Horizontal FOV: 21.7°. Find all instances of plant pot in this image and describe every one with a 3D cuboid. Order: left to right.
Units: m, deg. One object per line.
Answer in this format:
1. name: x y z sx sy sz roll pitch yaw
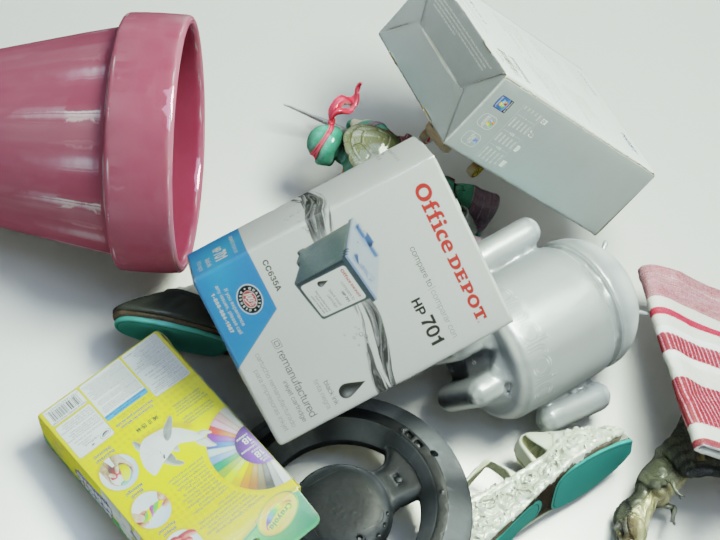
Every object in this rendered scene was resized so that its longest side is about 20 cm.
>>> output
1. plant pot: -0.220 -0.101 1.459 0.178 0.200 0.201 2 59 2

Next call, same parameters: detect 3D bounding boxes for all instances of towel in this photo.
1. towel: 0.309 0.084 1.545 0.143 0.023 0.201 17 39 -24

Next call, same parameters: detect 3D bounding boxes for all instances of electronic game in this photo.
1. electronic game: -0.015 0.185 1.413 0.199 0.042 0.201 -1 58 2

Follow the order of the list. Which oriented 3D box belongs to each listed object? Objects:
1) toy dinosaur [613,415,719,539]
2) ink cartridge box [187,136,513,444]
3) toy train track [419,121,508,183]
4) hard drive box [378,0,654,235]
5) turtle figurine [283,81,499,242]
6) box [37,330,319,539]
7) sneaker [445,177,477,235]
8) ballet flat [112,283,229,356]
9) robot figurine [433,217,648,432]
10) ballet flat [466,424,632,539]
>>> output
1. toy dinosaur: 0.274 0.154 1.519 0.088 0.048 0.200 11 49 33
2. ink cartridge box: -0.009 0.014 1.397 0.199 0.086 0.147 -28 104 0
3. toy train track: 0.102 -0.102 1.586 0.115 0.033 0.200 51 22 20
4. hard drive box: 0.129 -0.137 1.544 0.200 0.077 0.156 27 25 -39
5. turtle figurine: 0.016 -0.070 1.559 0.199 0.101 0.150 27 59 -8
6. box: -0.132 0.151 1.384 0.117 0.048 0.200 -36 64 -20
7. sneaker: 0.000 0.000 1.493 0.112 0.199 0.073 55 24 -18
8. ballet flat: -0.095 0.044 1.473 0.199 0.068 0.069 20 67 -15
9. robot figurine: 0.144 0.046 1.516 0.199 0.113 0.170 -27 98 -28
10. ballet flat: 0.129 0.164 1.470 0.200 0.072 0.072 -31 73 -30
